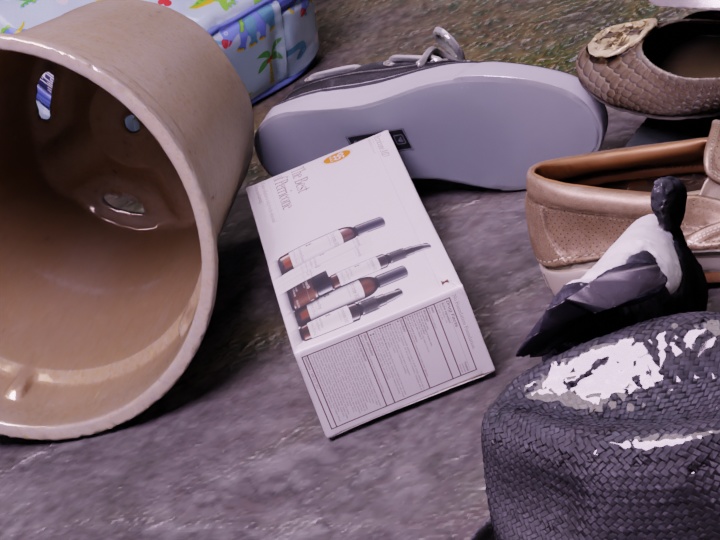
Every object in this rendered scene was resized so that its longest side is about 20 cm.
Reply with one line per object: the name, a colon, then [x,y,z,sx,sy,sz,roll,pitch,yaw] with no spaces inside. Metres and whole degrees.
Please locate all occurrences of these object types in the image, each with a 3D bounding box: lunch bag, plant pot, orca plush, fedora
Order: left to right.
plant pot: [-0.139,-0.046,1.145,0.199,0.202,0.184,-12,18,20]
lunch bag: [-0.139,-0.151,1.408,0.199,0.083,0.161,-32,52,-24]
orca plush: [0.120,0.021,0.907,0.106,0.071,0.200,-56,-10,-3]
fedora: [0.113,0.072,0.806,0.199,0.092,0.201,-17,25,8]

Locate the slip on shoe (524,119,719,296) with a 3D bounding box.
slip on shoe: [0.168,-0.036,1.019,0.199,0.061,0.076,-9,28,25]

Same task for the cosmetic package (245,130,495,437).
cosmetic package: [0.000,0.000,1.092,0.082,0.051,0.200,-20,25,-1]

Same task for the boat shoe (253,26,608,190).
boat shoe: [0.042,-0.083,1.198,0.198,0.074,0.068,-8,35,35]

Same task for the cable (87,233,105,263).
cable: [-0.230,-0.007,1.283,0.199,0.051,0.097,3,33,44]

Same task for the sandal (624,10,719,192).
sandal: [0.172,-0.091,1.141,0.075,0.048,0.201,-7,28,27]

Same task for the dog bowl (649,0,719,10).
dog bowl: [0.208,-0.155,1.128,0.199,0.059,0.200,2,8,0]

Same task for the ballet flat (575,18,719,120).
ballet flat: [0.185,-0.098,1.072,0.199,0.047,0.067,13,48,39]
